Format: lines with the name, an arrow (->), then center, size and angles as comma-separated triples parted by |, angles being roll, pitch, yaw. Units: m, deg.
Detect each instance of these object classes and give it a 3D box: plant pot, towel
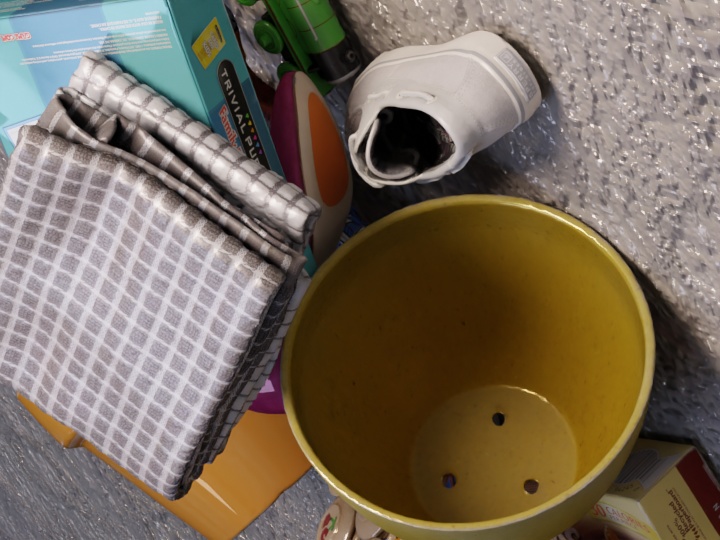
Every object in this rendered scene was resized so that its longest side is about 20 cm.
plant pot -> -0.116, 0.093, 1.499 | 0.183, 0.200, 0.200 | 48, 158, 3
plant pot -> 0.067, 0.079, 1.145 | 0.200, 0.200, 0.142 | 39, 164, 27
towel -> -0.122, 0.010, 1.091 | 0.165, 0.086, 0.200 | 35, 133, 10

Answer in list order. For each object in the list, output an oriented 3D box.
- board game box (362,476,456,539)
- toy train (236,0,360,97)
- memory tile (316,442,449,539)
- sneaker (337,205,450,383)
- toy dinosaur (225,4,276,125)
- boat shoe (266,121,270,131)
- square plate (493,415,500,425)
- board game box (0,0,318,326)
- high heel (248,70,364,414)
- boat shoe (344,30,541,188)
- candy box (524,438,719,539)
board game box -> 0.026, 0.095, 1.339 | 0.103, 0.019, 0.201 | 1, 103, 52
toy train -> -0.057, -0.185, 1.165 | 0.056, 0.042, 0.200 | -2, 124, 51
memory tile -> 0.007, 0.165, 1.262 | 0.017, 0.201, 0.153 | 25, 145, -20
sneaker -> 0.000, 0.000, 1.283 | 0.076, 0.077, 0.200 | 31, -150, -57
toy dinosaur -> -0.088, -0.145, 1.194 | 0.199, 0.105, 0.181 | 26, 177, -11
boat shoe -> -0.083, -0.031, 1.364 | 0.071, 0.069, 0.201 | 58, 135, 53
square plate -> 0.021, 0.071, 1.425 | 0.200, 0.028, 0.199 | 33, 152, 38
board game box -> -0.121, -0.063, 1.136 | 0.151, 0.047, 0.201 | -2, 120, 33
high heel -> -0.052, -0.014, 1.202 | 0.096, 0.067, 0.201 | -3, 107, 25
boat shoe -> 0.028, -0.076, 1.123 | 0.072, 0.068, 0.200 | 56, 159, -15
candy box -> 0.156, 0.158, 1.261 | 0.116, 0.055, 0.200 | 58, 158, -16
